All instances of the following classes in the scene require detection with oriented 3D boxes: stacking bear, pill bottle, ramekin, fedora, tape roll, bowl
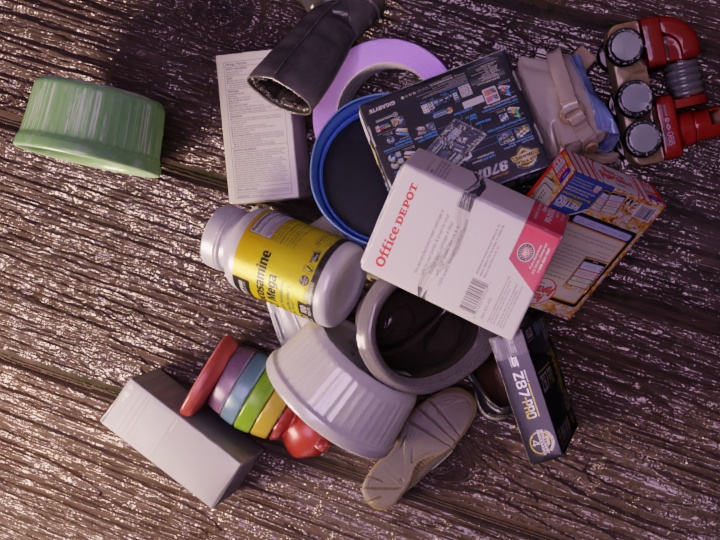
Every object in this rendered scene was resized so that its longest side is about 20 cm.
[{"bbox_3d":[-0.124,0.184,1.773,0.199,0.121,0.114,31,107,0],"label":"stacking bear"},{"bbox_3d":[-0.101,-0.012,1.667,0.199,0.112,0.113,22,98,23],"label":"pill bottle"},{"bbox_3d":[-0.359,-0.194,1.759,0.199,0.200,0.098,12,89,12],"label":"ramekin"},{"bbox_3d":[-0.017,0.142,1.690,0.202,0.202,0.094,39,104,8],"label":"ramekin"},{"bbox_3d":[0.072,0.060,1.650,0.199,0.090,0.178,-28,109,-21],"label":"fedora"},{"bbox_3d":[0.040,-0.203,1.726,0.199,0.066,0.201,1,94,14],"label":"tape roll"},{"bbox_3d":[0.035,-0.124,1.651,0.199,0.039,0.202,0,79,0],"label":"bowl"}]

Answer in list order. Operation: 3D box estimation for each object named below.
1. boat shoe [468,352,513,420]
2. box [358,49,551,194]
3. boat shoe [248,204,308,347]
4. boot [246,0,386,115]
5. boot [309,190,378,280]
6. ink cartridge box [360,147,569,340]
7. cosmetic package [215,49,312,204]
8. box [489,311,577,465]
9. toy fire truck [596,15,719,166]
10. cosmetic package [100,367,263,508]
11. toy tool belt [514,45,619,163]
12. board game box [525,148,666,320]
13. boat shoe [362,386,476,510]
[{"bbox_3d":[0.160,0.095,1.707,0.071,0.068,0.201,-18,79,1],"label":"boat shoe"},{"bbox_3d":[0.116,-0.162,1.609,0.199,0.046,0.160,-21,81,0],"label":"box"},{"bbox_3d":[-0.121,0.013,1.775,0.071,0.070,0.202,-23,89,12],"label":"boat shoe"},{"bbox_3d":[-0.083,-0.306,1.691,0.181,0.073,0.200,27,70,26],"label":"boot"},{"bbox_3d":[0.000,0.000,1.743,0.154,0.072,0.200,-31,109,27],"label":"boot"},{"bbox_3d":[0.121,-0.033,1.519,0.199,0.084,0.145,25,115,5],"label":"ink cartridge box"},{"bbox_3d":[-0.130,-0.193,1.763,0.103,0.073,0.201,-3,92,13],"label":"cosmetic package"},{"bbox_3d":[0.220,0.143,1.635,0.049,0.200,0.162,-20,88,16],"label":"box"},{"bbox_3d":[0.410,-0.233,1.615,0.199,0.129,0.177,-11,90,2],"label":"toy fire truck"},{"bbox_3d":[-0.243,0.229,1.801,0.200,0.107,0.090,39,101,10],"label":"cosmetic package"},{"bbox_3d":[0.276,-0.187,1.637,0.122,0.125,0.201,-18,71,-15],"label":"toy tool belt"},{"bbox_3d":[0.251,-0.039,1.593,0.151,0.046,0.200,18,124,-30],"label":"board game box"},{"bbox_3d":[0.082,0.238,1.754,0.073,0.063,0.201,39,95,13],"label":"boat shoe"}]
